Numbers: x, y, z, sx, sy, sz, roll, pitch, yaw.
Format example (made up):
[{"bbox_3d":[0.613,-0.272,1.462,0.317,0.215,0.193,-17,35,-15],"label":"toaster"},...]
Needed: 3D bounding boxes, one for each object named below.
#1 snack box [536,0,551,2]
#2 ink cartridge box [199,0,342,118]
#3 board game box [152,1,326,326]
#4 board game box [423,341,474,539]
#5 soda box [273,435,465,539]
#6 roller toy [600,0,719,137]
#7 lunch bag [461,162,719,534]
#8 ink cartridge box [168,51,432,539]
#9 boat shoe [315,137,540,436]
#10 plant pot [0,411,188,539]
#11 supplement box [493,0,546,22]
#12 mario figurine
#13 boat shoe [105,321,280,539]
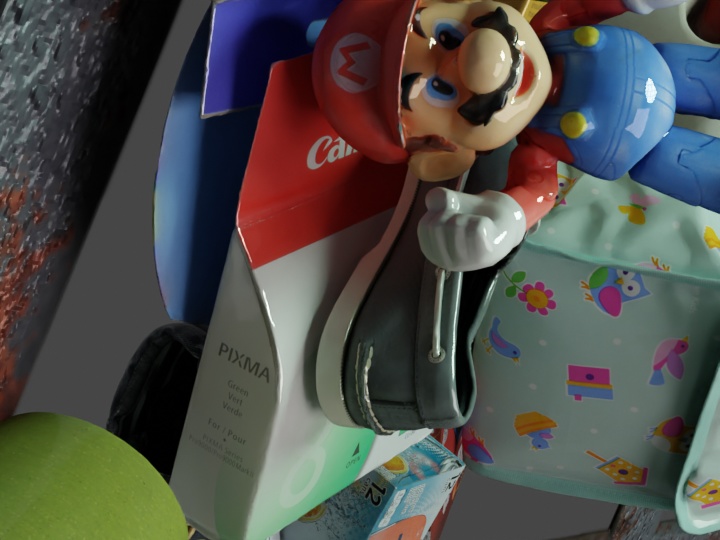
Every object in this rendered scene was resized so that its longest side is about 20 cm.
[{"bbox_3d":[0.085,-0.226,0.945,0.200,0.053,0.142,-63,151,-32],"label":"snack box"},{"bbox_3d":[0.009,-0.164,0.926,0.198,0.043,0.200,-20,118,-59],"label":"ink cartridge box"},{"bbox_3d":[-0.040,-0.055,0.978,0.200,0.039,0.158,12,95,-61],"label":"board game box"},{"bbox_3d":[0.053,0.058,1.230,0.200,0.019,0.103,-63,162,-59],"label":"board game box"},{"bbox_3d":[-0.032,0.153,1.116,0.064,0.068,0.200,-12,136,-56],"label":"soda box"},{"bbox_3d":[0.171,-0.108,1.247,0.200,0.140,0.182,-57,158,12],"label":"roller toy"},{"bbox_3d":[0.159,0.033,1.146,0.122,0.200,0.170,-68,170,-46],"label":"lunch bag"},{"bbox_3d":[0.000,0.000,0.970,0.161,0.050,0.200,-26,139,-55],"label":"ink cartridge box"},{"bbox_3d":[0.049,-0.016,0.962,0.200,0.062,0.073,-62,144,-30],"label":"boat shoe"},{"bbox_3d":[-0.146,0.147,0.839,0.200,0.187,0.187,-57,159,-48],"label":"plant pot"},{"bbox_3d":[0.050,-0.102,1.098,0.069,0.067,0.200,-1,115,-64],"label":"supplement box"},{"bbox_3d":[0.081,-0.065,0.884,0.106,0.200,0.123,108,-14,-44],"label":"mario figurine"},{"bbox_3d":[-0.080,0.106,1.046,0.091,0.071,0.200,-16,121,-58],"label":"boat shoe"}]
